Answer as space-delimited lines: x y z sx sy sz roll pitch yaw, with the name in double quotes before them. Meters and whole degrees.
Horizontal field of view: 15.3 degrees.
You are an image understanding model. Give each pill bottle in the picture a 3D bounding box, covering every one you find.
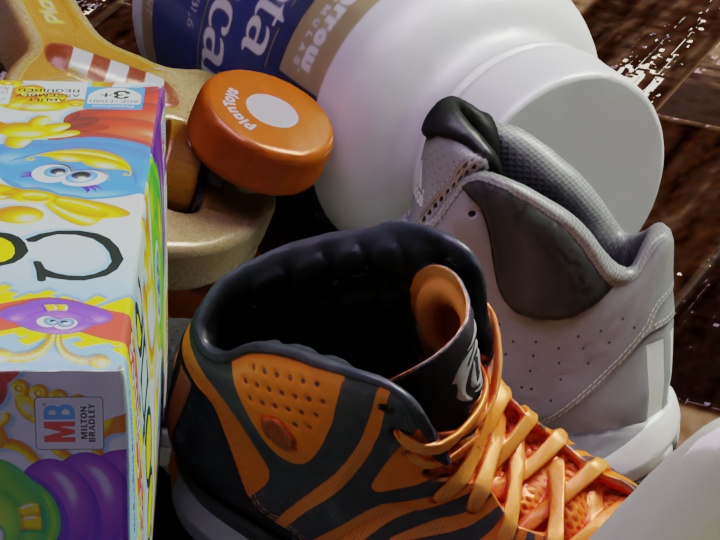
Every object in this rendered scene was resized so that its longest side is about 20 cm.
"pill bottle" 0.013 -0.068 0.925 0.111 0.111 0.200 -25 37 -23

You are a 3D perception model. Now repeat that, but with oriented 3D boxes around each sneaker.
"sneaker" 0.000 0.000 0.802 0.199 0.116 0.075 3 25 0
"sneaker" 0.038 0.058 0.706 0.199 0.112 0.078 20 52 10

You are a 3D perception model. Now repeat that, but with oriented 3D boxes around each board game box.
"board game box" -0.103 0.031 0.674 0.103 0.105 0.200 1 22 -2

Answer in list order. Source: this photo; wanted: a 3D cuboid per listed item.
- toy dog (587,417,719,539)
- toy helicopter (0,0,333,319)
"toy dog" 0.107 0.153 0.567 0.194 0.140 0.200 -34 40 -12
"toy helicopter" -0.106 -0.063 0.886 0.132 0.079 0.200 -2 42 -34
